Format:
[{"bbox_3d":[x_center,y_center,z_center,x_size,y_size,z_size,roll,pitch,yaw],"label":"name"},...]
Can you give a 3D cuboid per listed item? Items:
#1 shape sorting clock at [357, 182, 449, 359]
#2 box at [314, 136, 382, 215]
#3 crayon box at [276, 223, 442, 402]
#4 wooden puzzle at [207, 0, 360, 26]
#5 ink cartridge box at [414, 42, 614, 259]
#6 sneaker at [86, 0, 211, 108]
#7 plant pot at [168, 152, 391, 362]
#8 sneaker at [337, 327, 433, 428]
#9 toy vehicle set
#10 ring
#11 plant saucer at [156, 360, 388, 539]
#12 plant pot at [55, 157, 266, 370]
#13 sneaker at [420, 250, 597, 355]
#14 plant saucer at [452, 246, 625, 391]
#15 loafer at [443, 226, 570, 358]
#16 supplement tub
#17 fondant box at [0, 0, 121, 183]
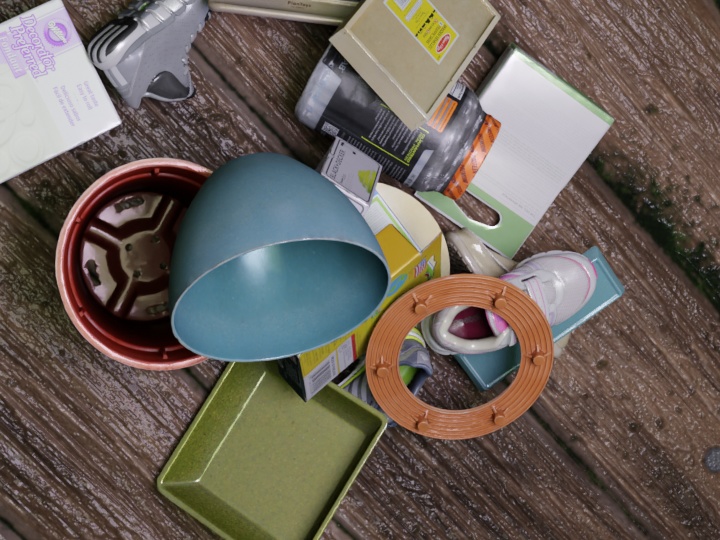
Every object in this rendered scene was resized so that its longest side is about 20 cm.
[{"bbox_3d":[0.000,0.000,1.511,0.198,0.039,0.202,0,99,-1],"label":"shape sorting clock"},{"bbox_3d":[-0.059,-0.028,1.406,0.060,0.117,0.201,31,114,-7],"label":"box"},{"bbox_3d":[-0.002,0.035,1.412,0.200,0.127,0.051,-39,69,-17],"label":"crayon box"},{"bbox_3d":[-0.056,-0.350,1.415,0.184,0.046,0.202,7,69,0],"label":"wooden puzzle"},{"bbox_3d":[0.172,-0.134,1.552,0.145,0.048,0.201,33,104,-13],"label":"ink cartridge box"},{"bbox_3d":[-0.192,-0.247,1.452,0.200,0.075,0.116,-44,127,-21],"label":"sneaker"},{"bbox_3d":[-0.085,-0.026,1.235,0.198,0.201,0.136,-9,59,-13],"label":"plant pot"},{"bbox_3d":[0.007,0.151,1.492,0.074,0.081,0.201,31,100,-24],"label":"sneaker"},{"bbox_3d":[0.060,-0.247,1.388,0.124,0.026,0.200,47,48,-14],"label":"toy vehicle set"},{"bbox_3d":[0.104,0.095,1.418,0.198,0.019,0.202,-2,120,-3],"label":"ring"},{"bbox_3d":[-0.090,0.201,1.462,0.199,0.048,0.201,29,84,26],"label":"plant saucer"},{"bbox_3d":[-0.210,-0.011,1.385,0.199,0.195,0.203,-1,94,-14],"label":"plant pot"},{"bbox_3d":[0.161,0.043,1.452,0.199,0.088,0.082,-25,95,5],"label":"sneaker"},{"bbox_3d":[0.198,0.058,1.515,0.199,0.019,0.070,-35,113,6],"label":"plant saucer"},{"bbox_3d":[0.171,0.015,1.548,0.068,0.076,0.200,-48,112,-9],"label":"loafer"},{"bbox_3d":[0.041,-0.167,1.455,0.199,0.123,0.123,31,85,-3],"label":"supplement tub"},{"bbox_3d":[-0.368,-0.173,1.409,0.199,0.058,0.145,-28,99,-12],"label":"fondant box"}]
